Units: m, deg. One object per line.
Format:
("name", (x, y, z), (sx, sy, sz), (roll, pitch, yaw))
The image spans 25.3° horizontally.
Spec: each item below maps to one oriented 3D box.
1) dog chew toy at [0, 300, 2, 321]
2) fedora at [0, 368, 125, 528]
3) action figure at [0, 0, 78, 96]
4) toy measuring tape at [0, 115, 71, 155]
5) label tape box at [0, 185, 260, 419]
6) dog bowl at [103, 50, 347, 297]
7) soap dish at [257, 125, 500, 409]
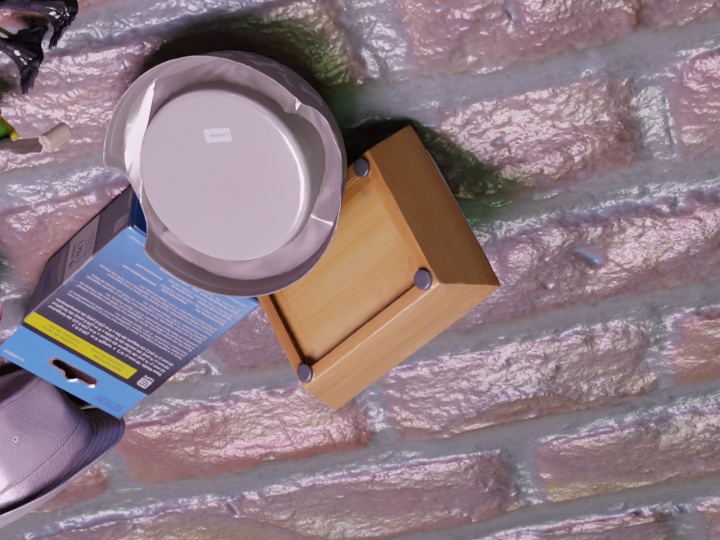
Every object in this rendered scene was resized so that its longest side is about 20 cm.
("dog chew toy", (-0.405, 0.041, 1.368), (0.199, 0.125, 0.125), (-4, 134, 6))
("fedora", (-0.324, 0.153, 1.461), (0.199, 0.177, 0.091), (-33, 112, -8))
("action figure", (-0.307, -0.207, 1.153), (0.199, 0.102, 0.119), (26, 130, -29))
("toy measuring tape", (-0.293, -0.120, 1.224), (0.199, 0.074, 0.074), (2, 147, 49))
("label tape box", (-0.204, 0.029, 1.409), (0.144, 0.063, 0.200), (33, 125, -30))
("dog bowl", (-0.101, -0.081, 1.263), (0.199, 0.059, 0.201), (8, 117, 15))
("soap dish", (0.000, 0.000, 1.323), (0.200, 0.158, 0.081), (-39, 160, 32))
